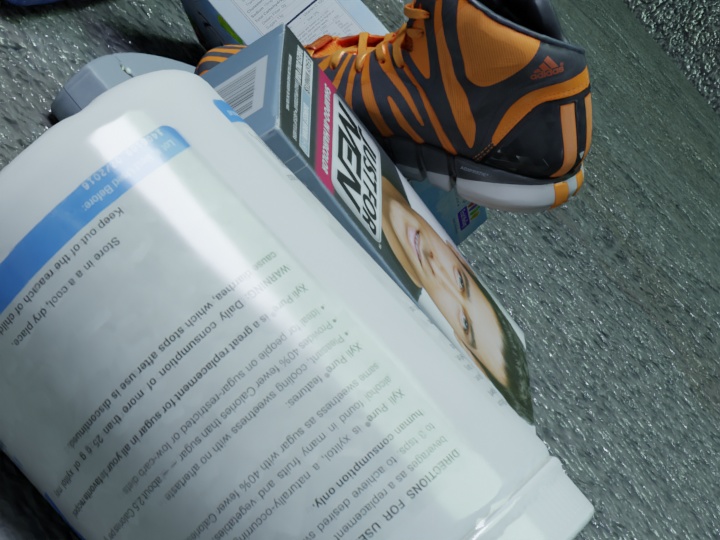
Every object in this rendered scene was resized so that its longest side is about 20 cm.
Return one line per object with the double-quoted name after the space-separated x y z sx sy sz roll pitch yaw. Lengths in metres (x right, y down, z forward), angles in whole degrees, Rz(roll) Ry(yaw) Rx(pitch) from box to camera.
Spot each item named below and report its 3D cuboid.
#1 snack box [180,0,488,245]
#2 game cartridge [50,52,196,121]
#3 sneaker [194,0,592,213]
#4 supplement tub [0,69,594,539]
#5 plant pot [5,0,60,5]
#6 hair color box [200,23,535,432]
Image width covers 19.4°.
-0.020 -0.104 1.138 0.200 0.068 0.169 48 -6 14 "snack box"
-0.068 -0.047 1.022 0.134 0.040 0.200 53 17 14 "game cartridge"
0.015 -0.105 0.976 0.198 0.113 0.078 12 34 16 "sneaker"
-0.037 0.047 0.677 0.200 0.132 0.132 48 16 8 "supplement tub"
-0.160 -0.271 1.071 0.179 0.200 0.200 38 15 2 "plant pot"
0.000 0.000 0.933 0.200 0.060 0.099 52 20 -26 "hair color box"
